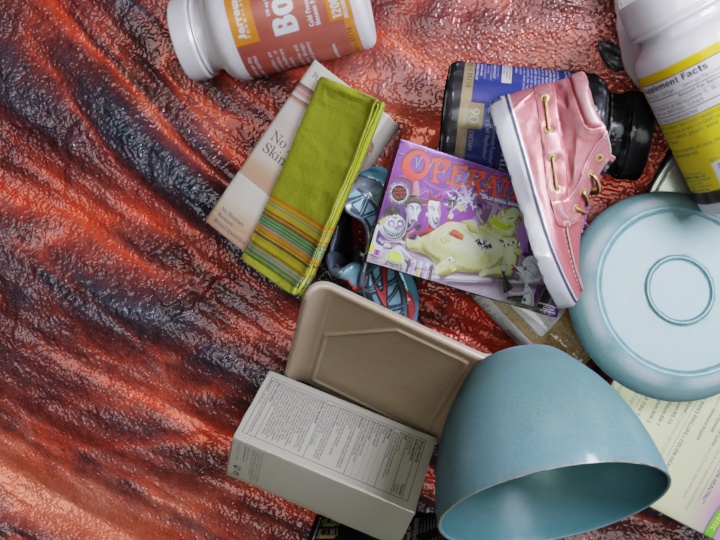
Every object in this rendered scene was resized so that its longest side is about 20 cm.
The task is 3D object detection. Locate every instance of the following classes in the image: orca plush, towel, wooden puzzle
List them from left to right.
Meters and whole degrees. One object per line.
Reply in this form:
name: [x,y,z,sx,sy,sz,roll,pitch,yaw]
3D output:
towel: [-0.049,-0.082,0.755,0.086,0.018,0.202,28,99,30]
wooden puzzle: [0.027,0.096,0.806,0.198,0.037,0.186,21,142,2]
orca plush: [0.290,-0.262,0.791,0.201,0.071,0.105,56,143,4]

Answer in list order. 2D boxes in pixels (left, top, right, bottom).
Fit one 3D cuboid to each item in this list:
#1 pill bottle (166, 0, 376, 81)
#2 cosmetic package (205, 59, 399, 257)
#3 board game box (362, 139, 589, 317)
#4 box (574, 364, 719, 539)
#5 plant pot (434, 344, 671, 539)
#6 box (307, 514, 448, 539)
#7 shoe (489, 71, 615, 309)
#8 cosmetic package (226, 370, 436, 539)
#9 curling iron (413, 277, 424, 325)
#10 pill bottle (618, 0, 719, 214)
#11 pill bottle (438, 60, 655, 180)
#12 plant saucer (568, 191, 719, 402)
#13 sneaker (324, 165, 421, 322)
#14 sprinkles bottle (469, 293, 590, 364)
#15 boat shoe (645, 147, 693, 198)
pill bottle: [-0.090,-0.261,0.802,0.198,0.112,0.113,-13,93,8]
cosmetic package: [-0.059,-0.104,0.823,0.103,0.087,0.201,36,98,5]
board game box: [0.112,-0.038,0.752,0.198,0.032,0.121,16,88,-9]
box: [0.331,0.152,0.790,0.198,0.097,0.177,26,97,5]
plant pot: [0.156,0.147,0.699,0.198,0.201,0.136,-14,55,8]
box: [0.033,0.313,0.790,0.191,0.200,0.048,-4,101,9]
shoe: [0.187,-0.070,0.697,0.090,0.071,0.202,-17,95,16]
cosmetic package: [-0.030,0.197,0.829,0.198,0.104,0.074,23,131,5]
curling iron: [0.071,0.063,0.851,0.049,0.026,0.202,-14,93,12]
pill bottle: [0.315,-0.162,0.689,0.113,0.114,0.201,-27,96,9]
pill bottle: [0.180,-0.143,0.777,0.198,0.112,0.113,7,96,7]
plant saucer: [0.294,0.020,0.730,0.198,0.027,0.203,0,78,0]
sneaker: [0.000,0.000,0.802,0.079,0.095,0.202,9,114,44]
sprinkles bottle: [0.157,0.024,0.816,0.068,0.068,0.200,-44,89,9]
boat shoe: [0.356,-0.133,0.780,0.074,0.062,0.201,31,100,2]
